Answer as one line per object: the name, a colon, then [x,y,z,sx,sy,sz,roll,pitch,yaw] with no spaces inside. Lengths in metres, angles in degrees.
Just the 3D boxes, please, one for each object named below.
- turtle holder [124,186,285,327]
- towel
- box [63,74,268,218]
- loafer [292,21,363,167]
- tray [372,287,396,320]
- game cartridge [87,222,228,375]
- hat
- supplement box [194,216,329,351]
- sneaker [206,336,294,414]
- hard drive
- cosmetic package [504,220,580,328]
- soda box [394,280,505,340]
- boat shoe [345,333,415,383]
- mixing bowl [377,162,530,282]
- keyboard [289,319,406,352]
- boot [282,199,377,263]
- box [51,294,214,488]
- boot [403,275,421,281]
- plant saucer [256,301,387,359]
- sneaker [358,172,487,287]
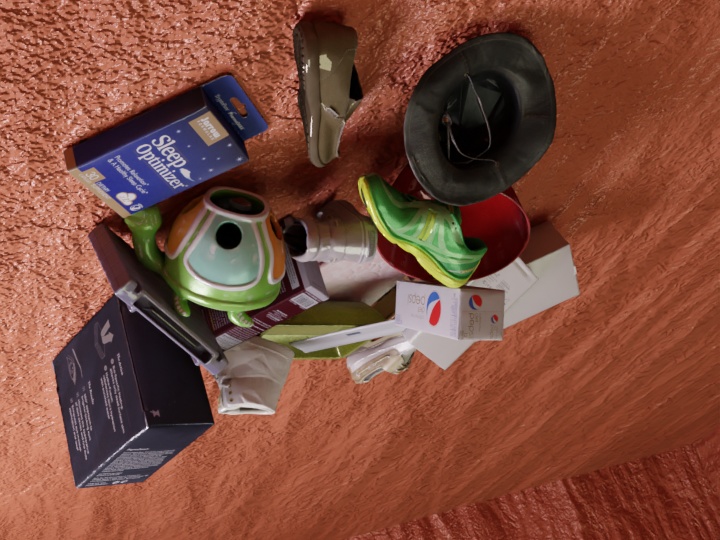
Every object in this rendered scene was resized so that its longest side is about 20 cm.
turtle holder: [-0.175,-0.033,1.160,0.141,0.183,0.134,-39,151,-54]
towel: [0.000,0.000,1.446,0.189,0.033,0.199,-32,152,22]
box: [-0.203,-0.131,1.044,0.197,0.033,0.121,-25,154,7]
loafer: [-0.031,-0.180,1.018,0.066,0.077,0.201,-10,154,-5]
tray: [0.102,0.058,1.594,0.198,0.038,0.098,-4,151,-47]
game cartridge: [-0.246,0.037,1.177,0.038,0.130,0.200,-43,135,-2]
hat: [0.125,-0.177,1.110,0.197,0.081,0.205,-8,111,-21]
supplement box: [-0.150,0.026,1.297,0.197,0.110,0.061,-26,155,15]
sneaker: [-0.204,0.144,1.403,0.196,0.118,0.074,17,156,-2]
hard drive: [0.165,0.053,1.436,0.200,0.026,0.132,-44,142,7]
cosmetic package: [0.237,0.019,1.532,0.197,0.085,0.109,-23,125,-6]
soda box: [0.113,0.050,1.270,0.067,0.065,0.199,2,-178,-21]
boat shoe: [0.062,0.145,1.682,0.198,0.070,0.074,-21,167,35]
mixing bowl: [0.114,-0.086,1.240,0.196,0.110,0.202,0,145,0]
keyboard: [-0.008,0.095,1.447,0.196,0.011,0.056,-14,156,17]
boot: [-0.052,-0.050,1.197,0.094,0.075,0.200,1,-174,-18]
box: [-0.321,0.169,1.350,0.116,0.200,0.199,7,144,-45]
boot: [0.137,-0.015,1.418,0.153,0.074,0.201,-34,151,-4]
plant saucer: [-0.080,0.091,1.497,0.196,0.049,0.199,2,160,-25]
sneaker: [0.073,-0.061,1.140,0.084,0.074,0.199,-44,123,14]
